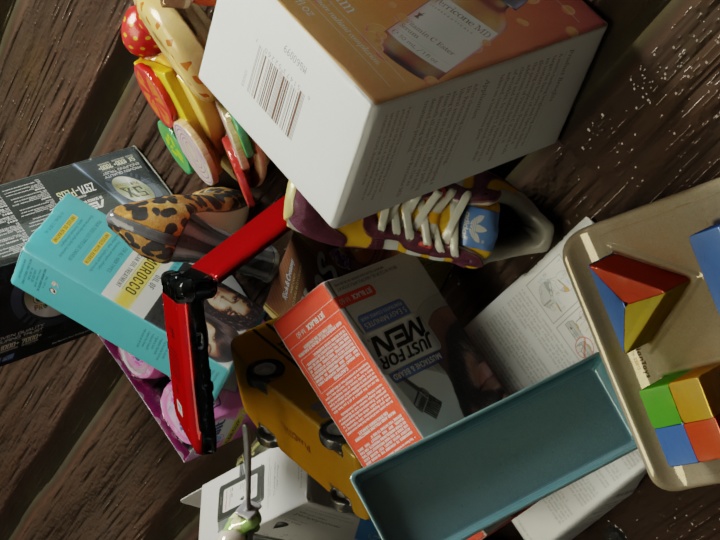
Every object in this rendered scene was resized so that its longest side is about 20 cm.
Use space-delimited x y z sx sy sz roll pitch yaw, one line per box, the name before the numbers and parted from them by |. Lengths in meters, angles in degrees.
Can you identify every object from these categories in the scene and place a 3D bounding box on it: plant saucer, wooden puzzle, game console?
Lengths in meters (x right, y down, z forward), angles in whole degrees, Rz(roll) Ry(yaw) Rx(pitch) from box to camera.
plant saucer | 0.091 0.123 1.070 0.070 0.200 0.019 62 159 11
wooden puzzle | 0.221 0.042 1.008 0.200 0.046 0.186 -22 90 49
game console | -0.079 0.031 1.186 0.200 0.118 0.173 -170 74 -80

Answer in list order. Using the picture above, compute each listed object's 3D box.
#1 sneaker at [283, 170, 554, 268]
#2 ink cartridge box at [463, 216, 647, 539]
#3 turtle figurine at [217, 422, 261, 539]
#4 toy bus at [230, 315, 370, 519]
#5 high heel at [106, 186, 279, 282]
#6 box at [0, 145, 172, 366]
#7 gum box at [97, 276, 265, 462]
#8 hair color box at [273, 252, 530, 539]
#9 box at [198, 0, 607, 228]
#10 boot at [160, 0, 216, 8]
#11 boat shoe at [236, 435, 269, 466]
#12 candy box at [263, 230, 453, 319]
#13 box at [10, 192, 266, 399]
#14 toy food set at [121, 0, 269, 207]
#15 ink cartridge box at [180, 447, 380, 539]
sneaker | 0.043 -0.042 1.086 0.090 0.200 0.075 25 109 44
ink cartridge box | 0.150 0.082 1.156 0.200 0.057 0.163 -44 71 31
turtle figurine | -0.045 0.246 1.239 0.144 0.200 0.194 19 168 13
toy bus | -0.028 0.106 1.231 0.200 0.078 0.065 33 138 50
high heel | -0.162 -0.047 1.370 0.200 0.142 0.072 34 105 62
box | -0.284 -0.009 1.514 0.086 0.200 0.164 52 141 23
gum box | -0.155 0.056 1.457 0.200 0.113 0.066 53 142 19
hair color box | 0.041 0.092 1.135 0.064 0.111 0.200 -39 80 36
box | 0.026 -0.139 1.046 0.152 0.200 0.106 48 141 25
boot | -0.099 -0.289 1.243 0.075 0.107 0.201 119 149 -70
boat shoe | -0.060 0.142 1.417 0.060 0.072 0.202 51 145 14
candy box | 0.000 0.000 1.278 0.117 0.056 0.200 50 140 22
box | -0.186 0.022 1.388 0.200 0.082 0.049 30 136 0
toy food set | -0.135 -0.145 1.330 0.200 0.049 0.198 26 145 62
ink cartridge box | -0.056 0.204 1.370 0.200 0.116 0.068 -33 46 45
